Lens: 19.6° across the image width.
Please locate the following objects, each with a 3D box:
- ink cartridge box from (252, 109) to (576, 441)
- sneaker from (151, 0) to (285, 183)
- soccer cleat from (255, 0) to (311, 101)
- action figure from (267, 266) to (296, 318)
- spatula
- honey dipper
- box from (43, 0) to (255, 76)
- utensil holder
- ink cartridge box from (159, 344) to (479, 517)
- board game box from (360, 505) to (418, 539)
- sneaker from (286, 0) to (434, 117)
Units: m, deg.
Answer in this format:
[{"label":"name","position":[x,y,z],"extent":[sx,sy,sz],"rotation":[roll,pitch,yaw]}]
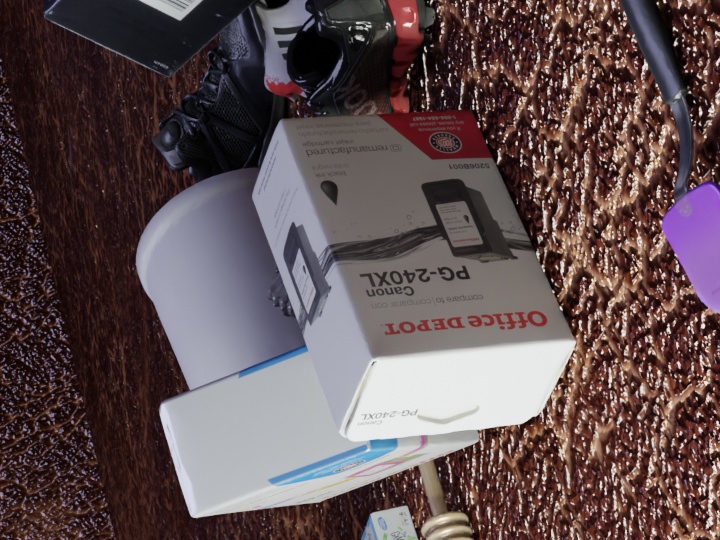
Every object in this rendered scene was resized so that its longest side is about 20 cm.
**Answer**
[{"label":"ink cartridge box","position":[0.032,-0.001,1.334],"extent":[0.084,0.144,0.201],"rotation":[113,144,-46]},{"label":"sneaker","position":[-0.127,-0.156,1.863],"extent":[0.076,0.114,0.200],"rotation":[-127,32,-54]},{"label":"soccer cleat","position":[-0.048,-0.192,1.587],"extent":[0.085,0.069,0.200],"rotation":[35,160,-7]},{"label":"action figure","position":[0.000,0.000,1.520],"extent":[0.200,0.118,0.103],"rotation":[123,167,-77]},{"label":"spatula","position":[0.161,-0.073,1.065],"extent":[0.057,0.020,0.201],"rotation":[-45,54,56]},{"label":"honey dipper","position":[0.049,0.144,1.586],"extent":[0.038,0.038,0.201],"rotation":[103,155,-55]},{"label":"box","position":[-0.126,-0.288,1.532],"extent":[0.200,0.123,0.199],"rotation":[-35,44,40]},{"label":"utensil holder","position":[-0.076,0.043,1.714],"extent":[0.170,0.169,0.200],"rotation":[96,155,-46]},{"label":"ink cartridge box","position":[-0.023,0.106,1.445],"extent":[0.200,0.144,0.085],"rotation":[4,-114,-66]},{"label":"board game box","position":[0.027,0.302,1.760],"extent":[0.200,0.034,0.135],"rotation":[106,149,-59]},{"label":"sneaker","position":[-0.008,-0.132,1.487],"extent":[0.201,0.097,0.071],"rotation":[97,155,-50]}]
